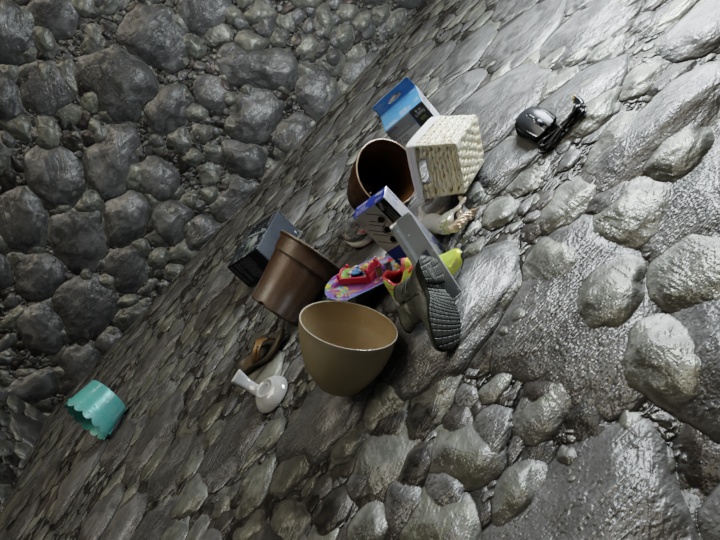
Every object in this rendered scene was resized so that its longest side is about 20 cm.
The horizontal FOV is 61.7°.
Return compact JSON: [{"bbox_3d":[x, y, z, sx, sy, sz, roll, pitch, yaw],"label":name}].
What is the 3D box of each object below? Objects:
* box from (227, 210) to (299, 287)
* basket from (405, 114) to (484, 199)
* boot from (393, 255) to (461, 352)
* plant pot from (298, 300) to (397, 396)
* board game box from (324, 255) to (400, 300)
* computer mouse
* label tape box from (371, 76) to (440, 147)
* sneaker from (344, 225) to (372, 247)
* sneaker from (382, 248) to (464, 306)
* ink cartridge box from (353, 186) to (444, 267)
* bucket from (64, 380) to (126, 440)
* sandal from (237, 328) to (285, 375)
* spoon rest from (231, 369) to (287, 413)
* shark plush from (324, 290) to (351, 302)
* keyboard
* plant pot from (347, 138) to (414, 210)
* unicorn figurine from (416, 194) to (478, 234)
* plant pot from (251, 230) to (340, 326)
[{"bbox_3d":[-0.349,-0.076,2.172,0.194,0.124,0.203,-24,33,40],"label":"box"},{"bbox_3d":[0.202,-0.269,1.396,0.121,0.138,0.201,-1,31,28],"label":"basket"},{"bbox_3d":[0.122,0.085,1.148,0.131,0.066,0.204,125,144,-47],"label":"boot"},{"bbox_3d":[-0.035,0.165,1.190,0.201,0.195,0.138,-113,32,-65],"label":"plant pot"},{"bbox_3d":[0.000,0.000,1.430,0.196,0.040,0.158,-24,23,-8],"label":"board game box"},{"bbox_3d":[0.410,-0.345,1.326,0.140,0.046,0.201,-43,23,16],"label":"computer mouse"},{"bbox_3d":[0.145,-0.429,1.734,0.142,0.199,0.067,-34,28,28],"label":"label tape box"},{"bbox_3d":[0.021,-0.126,1.646,0.198,0.074,0.082,-22,33,47],"label":"sneaker"},{"bbox_3d":[0.125,0.003,1.242,0.198,0.090,0.079,-31,26,32],"label":"sneaker"},{"bbox_3d":[0.085,-0.080,1.300,0.093,0.200,0.045,-30,29,33],"label":"ink cartridge box"},{"bbox_3d":[-1.020,0.536,2.329,0.205,0.208,0.135,-18,26,49],"label":"bucket"},{"bbox_3d":[-0.284,0.222,1.675,0.198,0.054,0.083,-35,26,29],"label":"sandal"},{"bbox_3d":[-0.248,0.298,1.512,0.198,0.061,0.101,9,61,48],"label":"spoon rest"},{"bbox_3d":[-0.052,0.076,1.453,0.090,0.083,0.202,-39,25,20],"label":"shark plush"},{"bbox_3d":[0.128,-0.025,1.208,0.056,0.202,0.011,-35,-20,12],"label":"keyboard"},{"bbox_3d":[0.037,-0.240,1.694,0.189,0.185,0.200,-58,11,-23],"label":"plant pot"},{"bbox_3d":[0.162,-0.105,1.363,0.198,0.074,0.139,-16,35,56],"label":"unicorn figurine"},{"bbox_3d":[-0.187,0.029,1.651,0.201,0.199,0.199,-59,24,-6],"label":"plant pot"}]
